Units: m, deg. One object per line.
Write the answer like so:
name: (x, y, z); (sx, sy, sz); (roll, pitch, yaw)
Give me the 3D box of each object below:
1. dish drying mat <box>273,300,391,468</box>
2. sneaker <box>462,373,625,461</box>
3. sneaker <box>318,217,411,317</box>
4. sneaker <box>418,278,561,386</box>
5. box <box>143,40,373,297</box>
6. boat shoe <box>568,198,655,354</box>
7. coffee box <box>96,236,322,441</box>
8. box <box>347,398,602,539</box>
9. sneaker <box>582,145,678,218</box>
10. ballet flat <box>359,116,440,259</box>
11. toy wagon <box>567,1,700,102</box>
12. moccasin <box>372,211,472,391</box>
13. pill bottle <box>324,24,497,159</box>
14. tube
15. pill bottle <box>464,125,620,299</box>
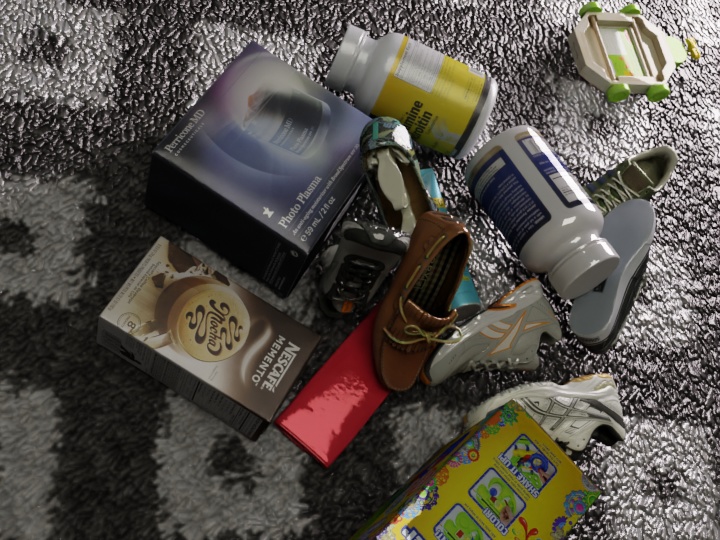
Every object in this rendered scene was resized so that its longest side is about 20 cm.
dish drying mat: (-0.005, 0.121, 1.011); (0.077, 0.018, 0.200); (41, 61, 3)
sneaker: (0.214, 0.172, 1.023); (0.199, 0.076, 0.088); (-7, 68, -20)
sneaker: (0.000, 0.000, 0.969); (0.074, 0.200, 0.080); (16, 71, -9)
sneaker: (0.157, 0.089, 1.048); (0.200, 0.076, 0.092); (-31, 82, -26)
box: (-0.104, -0.116, 1.031); (0.198, 0.123, 0.200); (32, 60, 0)
boat shoe: (0.319, 0.009, 1.127); (0.068, 0.073, 0.200); (44, 60, -47)
coffee box: (-0.157, 0.072, 0.949); (0.200, 0.080, 0.113); (32, 60, -1)
box: (0.089, 0.252, 0.874); (0.193, 0.200, 0.122); (-39, 82, -29)
sneaker: (0.333, -0.105, 1.183); (0.200, 0.090, 0.067); (-31, 79, -27)
ballet flat: (0.046, -0.068, 0.994); (0.074, 0.074, 0.200); (-42, 119, -29)
toy wagon: (0.402, -0.316, 1.334); (0.199, 0.040, 0.156); (-3, 67, -20)
moccasin: (0.069, 0.040, 0.968); (0.073, 0.202, 0.078); (15, 17, -29)
pill bottle: (0.061, -0.227, 1.141); (0.199, 0.112, 0.112); (24, 61, -5)
tube: (0.087, -0.035, 1.101); (0.077, 0.050, 0.201); (-8, 64, -27)
pill bottle: (0.221, -0.068, 1.102); (0.111, 0.111, 0.200); (-19, 63, -24)
